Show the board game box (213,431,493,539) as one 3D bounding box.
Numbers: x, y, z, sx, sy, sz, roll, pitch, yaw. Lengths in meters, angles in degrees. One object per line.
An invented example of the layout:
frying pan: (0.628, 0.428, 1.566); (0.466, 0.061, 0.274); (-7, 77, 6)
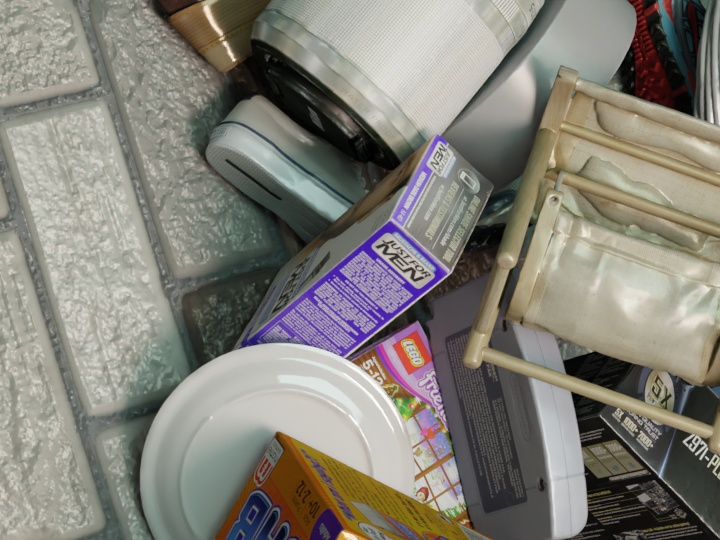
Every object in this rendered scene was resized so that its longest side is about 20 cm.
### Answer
board game box: (-0.003, 0.265, 1.543); (0.199, 0.200, 0.201); (29, 96, -19)

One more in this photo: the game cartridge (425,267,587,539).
game cartridge: (0.109, 0.105, 1.676); (0.041, 0.133, 0.201); (-9, 82, -25)

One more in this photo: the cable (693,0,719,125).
cable: (0.327, -0.148, 1.878); (0.200, 0.069, 0.202); (-25, 114, -67)

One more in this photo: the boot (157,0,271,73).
boot: (-0.084, -0.266, 1.741); (0.200, 0.072, 0.167); (-36, 98, -26)

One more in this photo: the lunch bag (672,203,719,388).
lunch bag: (0.266, 0.003, 1.752); (0.200, 0.160, 0.076); (40, 57, -20)

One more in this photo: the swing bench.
swing bench: (0.199, -0.011, 1.597); (0.198, 0.130, 0.201); (20, 51, 3)

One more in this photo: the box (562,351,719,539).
box: (0.203, 0.148, 1.722); (0.164, 0.200, 0.086); (44, 63, -11)

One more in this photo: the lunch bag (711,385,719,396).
lunch bag: (0.300, 0.198, 1.790); (0.094, 0.150, 0.201); (15, 71, -24)

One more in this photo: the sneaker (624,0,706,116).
sneaker: (0.275, -0.177, 1.911); (0.095, 0.079, 0.202); (-5, 80, -31)

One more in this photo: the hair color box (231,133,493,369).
hair color box: (0.000, 0.000, 1.634); (0.065, 0.200, 0.110); (42, 40, -12)

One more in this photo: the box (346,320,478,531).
box: (0.032, 0.158, 1.720); (0.136, 0.039, 0.201); (-30, 92, -31)

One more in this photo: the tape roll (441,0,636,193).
tape roll: (0.121, -0.151, 1.751); (0.066, 0.200, 0.201); (41, 62, -15)

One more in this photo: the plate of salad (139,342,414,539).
plate of salad: (-0.060, 0.147, 1.639); (0.198, 0.048, 0.202); (-1, 104, -5)

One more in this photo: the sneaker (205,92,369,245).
sneaker: (-0.023, -0.061, 1.725); (0.200, 0.073, 0.071); (40, 61, -16)

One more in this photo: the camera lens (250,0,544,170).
camera lens: (0.029, -0.188, 1.666); (0.160, 0.160, 0.200); (41, 84, -14)

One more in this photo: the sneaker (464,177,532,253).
sneaker: (0.130, -0.083, 1.820); (0.200, 0.078, 0.087); (-32, 89, -40)
